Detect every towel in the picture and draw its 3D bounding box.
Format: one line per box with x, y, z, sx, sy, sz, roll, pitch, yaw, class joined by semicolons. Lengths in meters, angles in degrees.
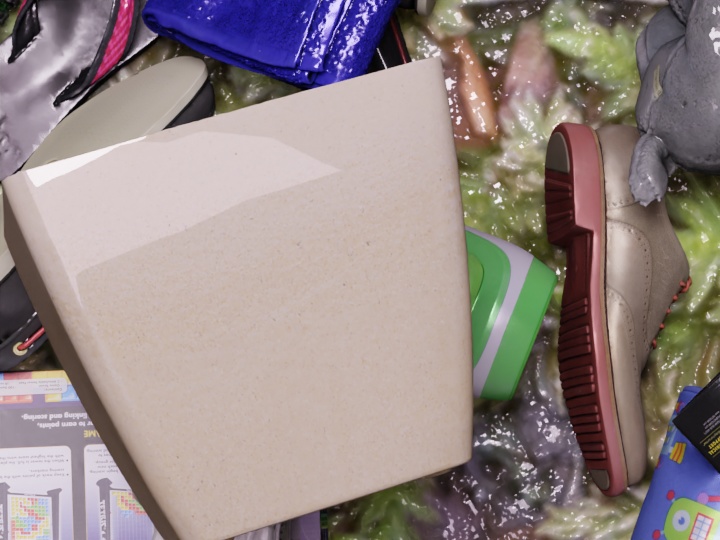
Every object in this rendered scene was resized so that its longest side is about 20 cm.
-0.027;-0.198;1.187;0.147;0.050;0.201;22;86;33;towel

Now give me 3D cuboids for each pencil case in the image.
0.177;0.163;1.188;0.087;0.078;0.201;15;84;33;pencil case

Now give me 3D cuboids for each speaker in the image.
0.000;0.000;1.211;0.199;0.088;0.089;21;85;4;speaker

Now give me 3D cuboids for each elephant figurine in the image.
0.253;-0.096;1.200;0.199;0.142;0.156;21;114;-11;elephant figurine

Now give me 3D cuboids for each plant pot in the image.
-0.047;0.028;1.063;0.199;0.200;0.178;-16;86;-10;plant pot

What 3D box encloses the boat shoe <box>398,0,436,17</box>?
0.031;-0.237;1.245;0.063;0.074;0.202;6;79;3;boat shoe

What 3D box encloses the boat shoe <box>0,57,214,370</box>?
-0.147;-0.034;1.211;0.201;0.074;0.063;-49;124;-22;boat shoe

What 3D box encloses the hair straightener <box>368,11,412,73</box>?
-0.012;-0.134;1.239;0.077;0.041;0.201;-14;88;-43;hair straightener

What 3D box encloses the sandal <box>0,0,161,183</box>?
-0.158;-0.132;1.251;0.075;0.045;0.200;37;86;6;sandal

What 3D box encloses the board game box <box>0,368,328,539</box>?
-0.117;0.133;1.214;0.199;0.057;0.166;-2;85;1;board game box

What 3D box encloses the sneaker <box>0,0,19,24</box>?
-0.224;-0.219;1.257;0.085;0.078;0.201;0;74;9;sneaker

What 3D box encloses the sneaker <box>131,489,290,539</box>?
-0.089;0.193;1.150;0.099;0.078;0.201;2;75;8;sneaker

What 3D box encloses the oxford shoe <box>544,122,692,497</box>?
0.146;0.019;1.213;0.074;0.070;0.201;-3;89;-13;oxford shoe

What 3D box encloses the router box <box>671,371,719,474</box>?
0.271;0.070;1.159;0.149;0.051;0.200;47;51;7;router box
